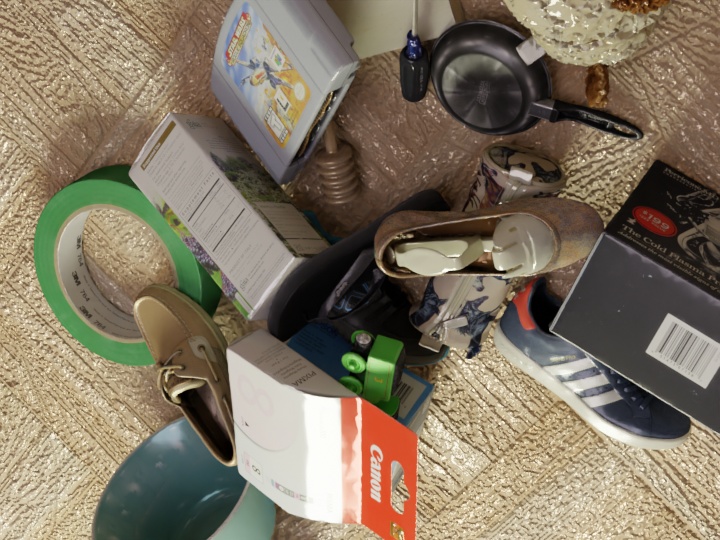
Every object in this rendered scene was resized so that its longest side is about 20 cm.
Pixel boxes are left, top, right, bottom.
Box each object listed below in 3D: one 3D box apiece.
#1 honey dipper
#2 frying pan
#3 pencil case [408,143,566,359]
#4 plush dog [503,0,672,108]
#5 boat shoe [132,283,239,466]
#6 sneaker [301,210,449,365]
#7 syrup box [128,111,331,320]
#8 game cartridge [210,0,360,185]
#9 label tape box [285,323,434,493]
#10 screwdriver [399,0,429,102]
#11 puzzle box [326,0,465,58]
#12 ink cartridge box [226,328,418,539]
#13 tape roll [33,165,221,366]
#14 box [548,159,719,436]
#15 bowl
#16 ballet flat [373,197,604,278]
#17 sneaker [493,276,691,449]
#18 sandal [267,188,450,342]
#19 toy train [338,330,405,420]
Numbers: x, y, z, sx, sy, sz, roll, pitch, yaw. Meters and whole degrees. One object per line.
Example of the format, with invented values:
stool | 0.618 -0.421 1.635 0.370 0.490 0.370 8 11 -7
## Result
honey dipper | -0.034 -0.156 1.416 0.038 0.038 0.202 3 122 24
frying pan | 0.139 -0.139 1.359 0.189 0.031 0.115 39 136 -4
pencil case | 0.111 -0.020 1.391 0.077 0.090 0.202 22 120 -3
plush dog | 0.168 -0.215 1.210 0.198 0.171 0.163 8 92 23
boat shoe | -0.162 0.099 1.524 0.201 0.064 0.071 50 125 11
sneaker | 0.000 0.019 1.472 0.198 0.073 0.083 29 113 8
syrup box | -0.119 -0.052 1.454 0.200 0.078 0.082 48 113 23
game cartridge | -0.073 -0.178 1.390 0.134 0.041 0.200 51 148 11
label tape box | -0.017 0.152 1.533 0.142 0.066 0.201 29 145 12
screwdriver | 0.042 -0.211 1.323 0.029 0.028 0.201 -7 147 2
puzzle box | -0.014 -0.253 1.390 0.198 0.025 0.135 -10 106 29
ink cartridge box | -0.036 0.164 1.399 0.199 0.057 0.164 36 141 37
tape roll | -0.237 -0.004 1.591 0.198 0.048 0.203 10 115 22
box | 0.282 0.025 1.273 0.199 0.182 0.105 31 120 10
bowl | -0.165 0.255 1.599 0.199 0.202 0.105 -15 130 30
ballet flat | 0.103 -0.018 1.309 0.197 0.067 0.069 -6 111 20
sneaker | 0.215 0.079 1.392 0.199 0.075 0.085 32 126 11
sandal | 0.000 -0.001 1.409 0.199 0.076 0.043 -36 64 -2
toy train | 0.006 0.133 1.411 0.056 0.042 0.202 16 134 9
